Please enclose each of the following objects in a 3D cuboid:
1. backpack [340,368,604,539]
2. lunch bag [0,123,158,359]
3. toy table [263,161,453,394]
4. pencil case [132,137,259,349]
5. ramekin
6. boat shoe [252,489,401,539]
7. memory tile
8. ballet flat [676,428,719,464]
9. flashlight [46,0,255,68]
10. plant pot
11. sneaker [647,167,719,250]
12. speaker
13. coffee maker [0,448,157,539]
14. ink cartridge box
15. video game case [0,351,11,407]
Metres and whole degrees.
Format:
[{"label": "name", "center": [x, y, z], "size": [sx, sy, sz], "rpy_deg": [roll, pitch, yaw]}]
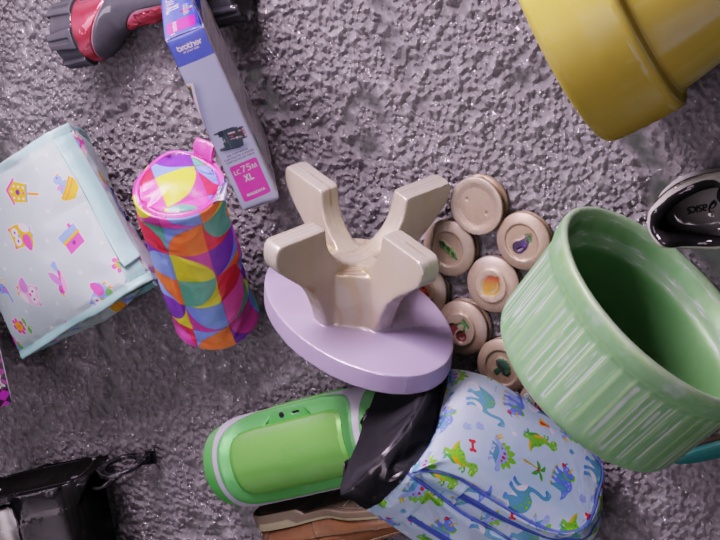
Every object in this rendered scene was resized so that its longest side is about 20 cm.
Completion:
[{"label": "backpack", "center": [0.104, 0.175, 1.498], "size": [0.153, 0.164, 0.200], "rpy_deg": [-34, 107, 34]}, {"label": "lunch bag", "center": [-0.272, -0.032, 1.672], "size": [0.200, 0.121, 0.171], "rpy_deg": [-29, 88, 52]}, {"label": "toy table", "center": [0.000, 0.000, 1.498], "size": [0.199, 0.183, 0.118], "rpy_deg": [27, 130, 31]}, {"label": "pencil case", "center": [-0.141, -0.018, 1.593], "size": [0.088, 0.089, 0.201], "rpy_deg": [23, 146, 23]}, {"label": "ramekin", "center": [0.202, 0.057, 1.377], "size": [0.200, 0.200, 0.098], "rpy_deg": [47, 119, 11]}, {"label": "boat shoe", "center": [-0.007, 0.234, 1.646], "size": [0.199, 0.072, 0.069], "rpy_deg": [-12, 103, 43]}, {"label": "memory tile", "center": [0.130, 0.029, 1.527], "size": [0.200, 0.017, 0.154], "rpy_deg": [43, 122, 13]}, {"label": "ballet flat", "center": [0.327, 0.103, 1.410], "size": [0.199, 0.074, 0.075], "rpy_deg": [-15, 97, 32]}, {"label": "flashlight", "center": [-0.185, -0.228, 1.613], "size": [0.198, 0.068, 0.069], "rpy_deg": [-6, 76, 28]}, {"label": "plant pot", "center": [0.220, -0.222, 1.299], "size": [0.188, 0.201, 0.202], "rpy_deg": [-24, 92, 20]}, {"label": "sneaker", "center": [0.309, -0.048, 1.352], "size": [0.199, 0.088, 0.076], "rpy_deg": [-16, 95, 32]}, {"label": "speaker", "center": [-0.045, 0.159, 1.632], "size": [0.199, 0.088, 0.089], "rpy_deg": [-16, 96, 34]}, {"label": "coffee maker", "center": [-0.280, 0.298, 1.787], "size": [0.191, 0.134, 0.202], "rpy_deg": [-10, 100, 32]}, {"label": "ink cartridge box", "center": [-0.125, -0.163, 1.523], "size": [0.042, 0.120, 0.201], "rpy_deg": [-19, 120, 2]}, {"label": "video game case", "center": [-0.410, 0.022, 1.771], "size": [0.200, 0.036, 0.183], "rpy_deg": [28, 132, 52]}]
